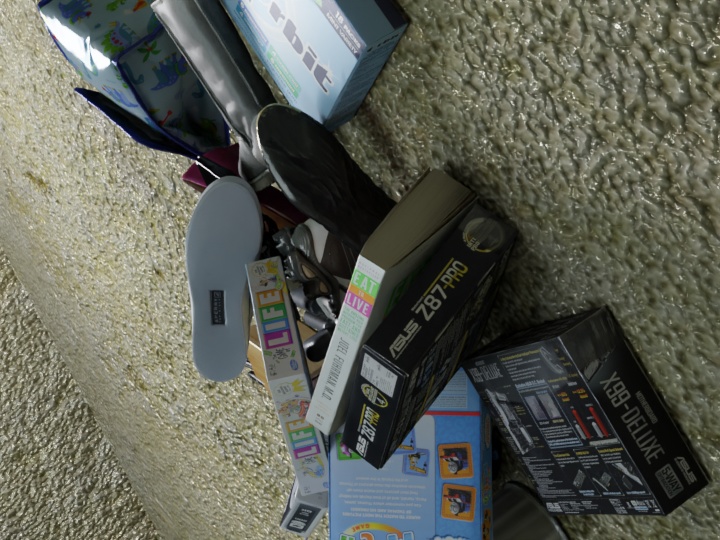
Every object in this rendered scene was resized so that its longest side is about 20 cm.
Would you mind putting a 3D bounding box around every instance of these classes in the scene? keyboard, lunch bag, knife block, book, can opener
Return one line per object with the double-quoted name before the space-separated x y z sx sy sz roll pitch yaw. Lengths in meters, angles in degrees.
"keyboard" -0.096 -0.029 1.460 0.104 0.040 0.200 37 157 47
"lunch bag" -0.227 -0.209 1.539 0.170 0.127 0.200 38 165 39
"knife block" -0.099 0.087 1.735 0.176 0.064 0.200 53 159 11
"book" 0.019 0.029 1.193 0.048 0.134 0.200 32 136 14
"can opener" -0.048 0.053 1.512 0.053 0.067 0.200 57 171 -11

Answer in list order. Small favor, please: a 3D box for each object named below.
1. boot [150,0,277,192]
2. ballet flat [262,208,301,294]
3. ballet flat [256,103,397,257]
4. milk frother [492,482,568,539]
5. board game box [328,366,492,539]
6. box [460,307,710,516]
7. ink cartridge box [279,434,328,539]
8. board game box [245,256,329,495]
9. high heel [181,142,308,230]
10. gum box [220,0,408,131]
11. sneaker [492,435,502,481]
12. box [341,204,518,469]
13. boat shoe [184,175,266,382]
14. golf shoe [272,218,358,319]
"boot" -0.127 -0.174 1.372 0.200 0.073 0.182 48 160 -9
"ballet flat" -0.094 -0.008 1.609 0.072 0.068 0.200 36 153 6
"ballet flat" -0.018 -0.067 1.265 0.200 0.066 0.057 46 -170 -14
"milk frother" 0.112 0.341 1.428 0.181 0.188 0.200 55 160 10
"board game box" 0.045 0.185 1.329 0.037 0.151 0.200 7 -97 -68
"box" 0.172 0.119 1.168 0.158 0.050 0.200 59 160 -1
"ink cartridge box" -0.034 0.180 1.549 0.043 0.198 0.200 20 156 -1
"board game box" -0.065 0.101 1.353 0.200 0.034 0.135 80 177 -51
"high heel" -0.092 -0.046 1.479 0.200 0.096 0.067 55 160 8
"gum box" -0.048 -0.220 1.202 0.170 0.045 0.200 56 160 6
"sneaker" 0.080 0.136 1.392 0.112 0.073 0.200 26 151 50
"box" 0.055 0.059 1.192 0.049 0.161 0.200 35 155 13
"boat shoe" -0.125 -0.001 1.392 0.086 0.074 0.202 -88 0 -69
"golf shoe" 0.000 0.000 1.371 0.078 0.094 0.200 61 -171 26
